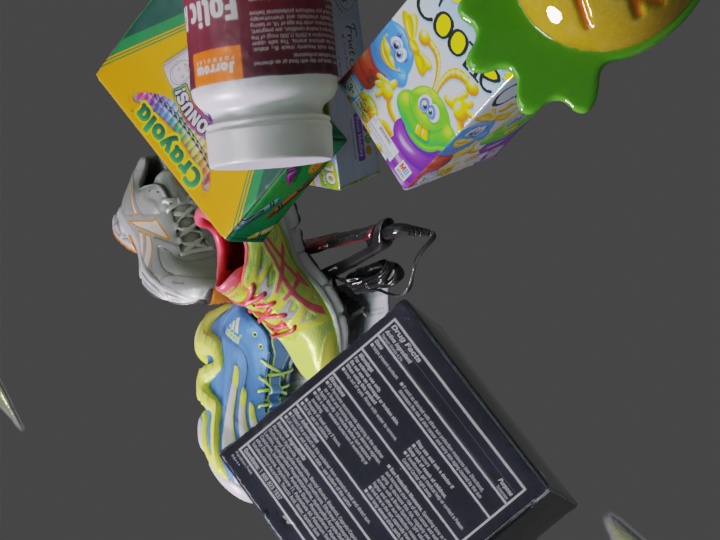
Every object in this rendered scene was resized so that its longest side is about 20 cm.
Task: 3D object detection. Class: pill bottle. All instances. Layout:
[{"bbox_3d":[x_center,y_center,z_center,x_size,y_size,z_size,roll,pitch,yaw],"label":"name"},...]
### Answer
[{"bbox_3d":[-0.076,-0.180,1.630,0.114,0.114,0.201,-7,88,52],"label":"pill bottle"}]

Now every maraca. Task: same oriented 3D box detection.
[{"bbox_3d":[0.154,-0.198,1.443,0.137,0.200,0.107,40,180,10],"label":"maraca"}]

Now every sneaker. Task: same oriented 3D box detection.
[{"bbox_3d":[-0.082,0.013,1.829,0.078,0.090,0.201,-18,100,53],"label":"sneaker"},{"bbox_3d":[-0.171,-0.040,1.970,0.200,0.075,0.092,45,130,47],"label":"sneaker"},{"bbox_3d":[-0.097,0.103,1.910,0.105,0.075,0.201,-48,47,39],"label":"sneaker"}]

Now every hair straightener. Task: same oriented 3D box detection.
[{"bbox_3d":[0.000,0.000,1.836,0.200,0.041,0.077,-15,97,48],"label":"hair straightener"}]

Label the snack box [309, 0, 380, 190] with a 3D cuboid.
[{"bbox_3d":[-0.058,-0.177,1.801,0.142,0.053,0.201,12,116,46],"label":"snack box"}]

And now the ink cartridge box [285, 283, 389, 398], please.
[{"bbox_3d":[-0.018,0.105,1.899,0.200,0.043,0.175,-14,72,53],"label":"ink cartridge box"}]

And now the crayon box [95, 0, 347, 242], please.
[{"bbox_3d":[-0.116,-0.135,1.766,0.119,0.058,0.200,-49,66,22],"label":"crayon box"}]

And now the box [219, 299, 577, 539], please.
[{"bbox_3d":[0.033,0.168,1.725,0.198,0.123,0.200,-40,70,7],"label":"box"}]

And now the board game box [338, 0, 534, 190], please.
[{"bbox_3d":[0.089,-0.162,1.586,0.103,0.105,0.200,58,143,12],"label":"board game box"}]
